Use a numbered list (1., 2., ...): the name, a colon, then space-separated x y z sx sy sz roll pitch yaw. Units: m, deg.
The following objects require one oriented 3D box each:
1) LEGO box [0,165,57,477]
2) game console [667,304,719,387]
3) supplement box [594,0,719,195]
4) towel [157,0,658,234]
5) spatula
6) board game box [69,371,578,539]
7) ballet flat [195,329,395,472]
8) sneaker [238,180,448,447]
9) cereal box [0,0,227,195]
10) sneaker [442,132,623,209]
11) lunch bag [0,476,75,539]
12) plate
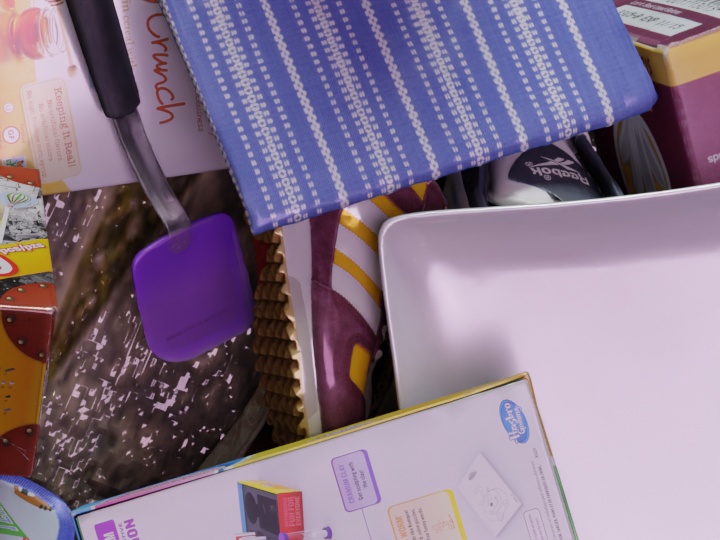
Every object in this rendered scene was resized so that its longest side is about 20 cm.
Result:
1. LEGO box: -0.228 0.011 1.174 0.199 0.149 0.078 5 113 -12
2. game console: 0.152 0.134 1.302 0.177 0.031 0.200 -39 98 29
3. supplement box: 0.183 -0.031 1.333 0.103 0.131 0.201 -19 104 -13
4. towel: 0.017 -0.105 1.245 0.199 0.024 0.145 -18 74 -20
5. spatula: -0.095 -0.053 1.252 0.056 0.021 0.201 -27 109 -24
6. board game box: -0.004 0.143 1.200 0.199 0.040 0.154 -16 89 1
7. ballet flat: -0.041 0.100 1.316 0.067 0.062 0.201 25 91 -20
8. sneaker: 0.000 0.000 1.258 0.090 0.075 0.201 -7 94 -16
9. cereal box: -0.076 -0.116 1.279 0.199 0.040 0.145 -10 104 -17
10. sneaker: 0.076 -0.064 1.291 0.079 0.130 0.201 3 98 -19
11. lunch bag: -0.167 0.179 1.221 0.123 0.170 0.200 -32 107 20
12. plate: 0.114 0.064 1.240 0.199 0.032 0.201 -6 98 1
